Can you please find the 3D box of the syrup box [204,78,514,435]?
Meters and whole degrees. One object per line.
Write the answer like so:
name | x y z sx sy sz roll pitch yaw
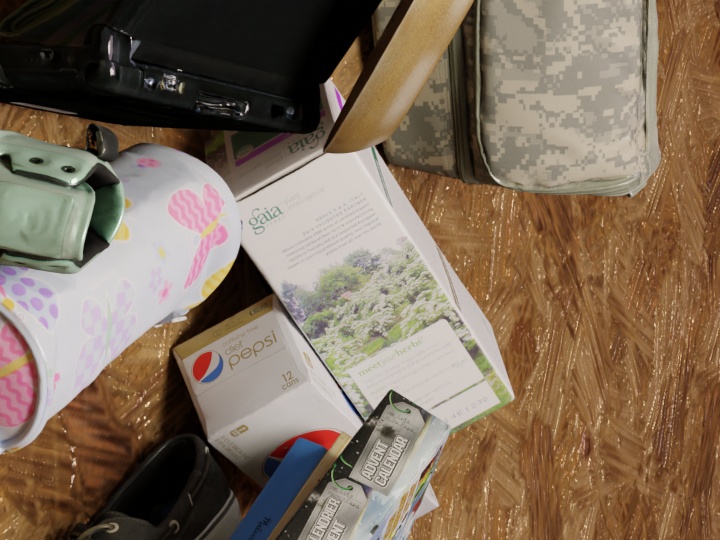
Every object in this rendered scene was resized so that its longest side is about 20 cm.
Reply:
syrup box | 0.000 0.000 1.429 0.200 0.079 0.082 56 10 -30

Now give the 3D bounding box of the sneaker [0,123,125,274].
sneaker | -0.178 -0.036 1.104 0.200 0.118 0.074 -8 107 -63

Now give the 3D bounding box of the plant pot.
plant pot | 0.041 -0.139 1.282 0.201 0.027 0.200 -61 -176 7

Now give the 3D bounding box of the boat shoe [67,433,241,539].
boat shoe | -0.123 0.147 1.324 0.200 0.068 0.057 -45 121 -58

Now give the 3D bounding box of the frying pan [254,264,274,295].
frying pan | -0.023 -0.005 1.533 0.115 0.031 0.190 -59 148 -35

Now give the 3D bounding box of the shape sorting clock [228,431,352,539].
shape sorting clock | -0.059 0.171 1.379 0.200 0.039 0.200 -57 173 -10

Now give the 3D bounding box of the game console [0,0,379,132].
game console | -0.086 -0.129 1.202 0.200 0.175 0.117 8 87 -64

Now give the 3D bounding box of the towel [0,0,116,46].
towel | -0.067 -0.140 1.303 0.200 0.152 0.023 4 59 -65

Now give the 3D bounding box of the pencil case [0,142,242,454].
pencil case | -0.135 0.011 1.248 0.200 0.083 0.091 -41 147 -56

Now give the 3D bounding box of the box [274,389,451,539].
box | -0.024 0.167 1.311 0.137 0.040 0.200 -52 167 -38

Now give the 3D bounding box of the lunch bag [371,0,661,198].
lunch bag | 0.105 -0.150 1.597 0.139 0.167 0.201 -47 142 -47

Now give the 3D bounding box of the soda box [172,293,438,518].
soda box | -0.028 0.090 1.476 0.200 0.068 0.064 48 15 -57
